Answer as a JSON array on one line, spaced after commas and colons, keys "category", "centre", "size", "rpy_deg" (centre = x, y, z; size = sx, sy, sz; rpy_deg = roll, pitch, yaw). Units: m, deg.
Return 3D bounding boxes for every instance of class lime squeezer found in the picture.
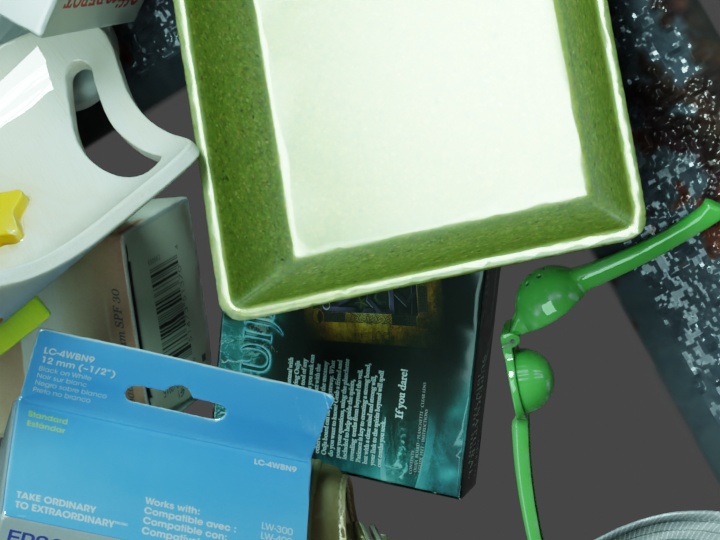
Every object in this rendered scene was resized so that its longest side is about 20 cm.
[{"category": "lime squeezer", "centre": [0.097, 0.041, 1.250], "size": [0.070, 0.038, 0.201], "rpy_deg": [18, 110, -18]}]

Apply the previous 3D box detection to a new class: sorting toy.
[{"category": "sorting toy", "centre": [-0.171, -0.036, 1.211], "size": [0.180, 0.107, 0.200], "rpy_deg": [-33, 47, -7]}]

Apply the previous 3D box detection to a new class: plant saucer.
[{"category": "plant saucer", "centre": [0.022, -0.090, 1.203], "size": [0.199, 0.048, 0.201], "rpy_deg": [-12, 80, 15]}]

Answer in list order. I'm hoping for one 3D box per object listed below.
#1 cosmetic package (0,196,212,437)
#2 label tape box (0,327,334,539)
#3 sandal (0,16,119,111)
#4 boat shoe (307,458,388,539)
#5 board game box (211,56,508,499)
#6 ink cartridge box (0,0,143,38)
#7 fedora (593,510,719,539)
[{"category": "cosmetic package", "centre": [-0.184, 0.026, 1.312], "size": [0.199, 0.087, 0.104], "rpy_deg": [-5, 102, 21]}, {"category": "label tape box", "centre": [-0.105, 0.139, 1.212], "size": [0.143, 0.066, 0.201], "rpy_deg": [13, 118, -12]}, {"category": "sandal", "centre": [-0.217, -0.112, 1.310], "size": [0.202, 0.050, 0.083], "rpy_deg": [18, 64, 12]}, {"category": "boat shoe", "centre": [0.004, 0.183, 1.295], "size": [0.062, 0.073, 0.201], "rpy_deg": [-6, 113, 11]}, {"category": "board game box", "centre": [0.000, 0.000, 1.271], "size": [0.135, 0.028, 0.201], "rpy_deg": [12, 107, 17]}, {"category": "ink cartridge box", "centre": [-0.144, -0.204, 1.213], "size": [0.125, 0.129, 0.201], "rpy_deg": [29, 105, 10]}, {"category": "fedora", "centre": [0.141, 0.216, 1.237], "size": [0.200, 0.090, 0.177], "rpy_deg": [-35, 89, 23]}]
